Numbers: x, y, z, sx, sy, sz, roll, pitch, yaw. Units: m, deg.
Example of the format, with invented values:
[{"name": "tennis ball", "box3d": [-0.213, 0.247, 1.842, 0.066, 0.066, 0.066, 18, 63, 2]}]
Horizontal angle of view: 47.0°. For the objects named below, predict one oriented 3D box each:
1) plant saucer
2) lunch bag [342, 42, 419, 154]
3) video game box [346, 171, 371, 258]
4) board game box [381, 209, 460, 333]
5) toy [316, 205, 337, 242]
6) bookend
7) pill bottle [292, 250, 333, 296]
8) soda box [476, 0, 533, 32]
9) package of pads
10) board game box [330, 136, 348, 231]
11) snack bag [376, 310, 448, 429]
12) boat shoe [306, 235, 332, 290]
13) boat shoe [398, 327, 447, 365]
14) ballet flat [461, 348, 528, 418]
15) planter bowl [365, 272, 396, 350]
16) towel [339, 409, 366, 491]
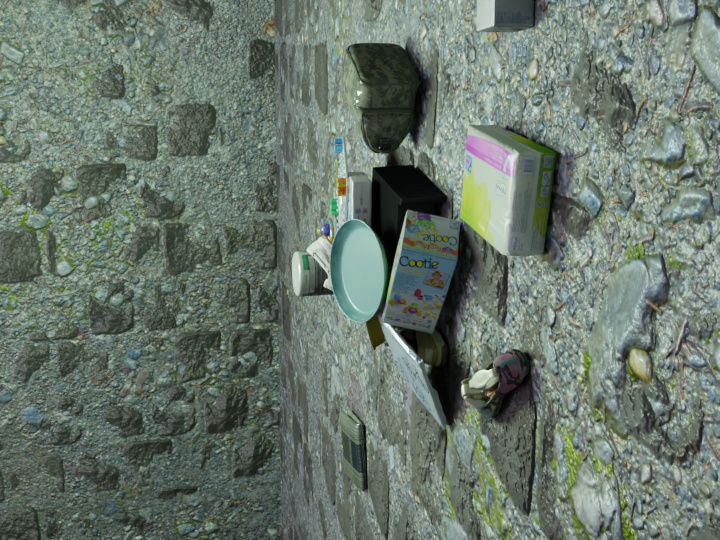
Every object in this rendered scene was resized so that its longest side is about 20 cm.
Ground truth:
[{"name": "plant saucer", "box3d": [0.000, 0.000, 1.628, 0.199, 0.027, 0.204, 13, 106, 56]}, {"name": "lunch bag", "box3d": [0.036, -0.358, 1.721, 0.201, 0.137, 0.170, -108, 21, -48]}, {"name": "video game box", "box3d": [-0.004, -0.109, 1.760, 0.200, 0.046, 0.185, -111, 22, -77]}, {"name": "board game box", "box3d": [0.110, 0.005, 1.519, 0.202, 0.103, 0.104, 103, 179, -47]}, {"name": "toy", "box3d": [-0.113, -0.101, 2.569, 0.202, 0.046, 0.116, 101, 159, -46]}, {"name": "bookend", "box3d": [0.089, -0.085, 1.660, 0.200, 0.091, 0.202, -124, 32, -62]}, {"name": "pill bottle", "box3d": [-0.069, 0.004, 2.095, 0.113, 0.197, 0.115, 177, 90, -76]}, {"name": "soda box", "box3d": [0.205, -0.445, 1.173, 0.068, 0.063, 0.204, -149, 58, -73]}, {"name": "package of pads", "box3d": [0.209, -0.118, 1.213, 0.200, 0.067, 0.157, -124, 35, -66]}, {"name": "board game box", "box3d": [-0.049, -0.165, 1.864, 0.201, 0.025, 0.202, -96, 9, -52]}, {"name": "snack bag", "box3d": [0.099, 0.185, 1.597, 0.189, 0.021, 0.202, 49, 166, 50]}, {"name": "boat shoe", "box3d": [-0.054, 0.019, 1.905, 0.201, 0.069, 0.071, 56, 178, 6]}, {"name": "boat shoe", "box3d": [0.109, 0.121, 1.650, 0.200, 0.075, 0.073, -122, 32, -64]}, {"name": "ballet flat", "box3d": [0.200, 0.180, 1.303, 0.201, 0.070, 0.070, 111, 152, -59]}, {"name": "planter bowl", "box3d": [0.050, 0.067, 1.814, 0.200, 0.082, 0.204, -11, -90, -86]}, {"name": "towel", "box3d": [-0.017, 0.505, 2.353, 0.200, 0.034, 0.196, -170, 74, -74]}]
